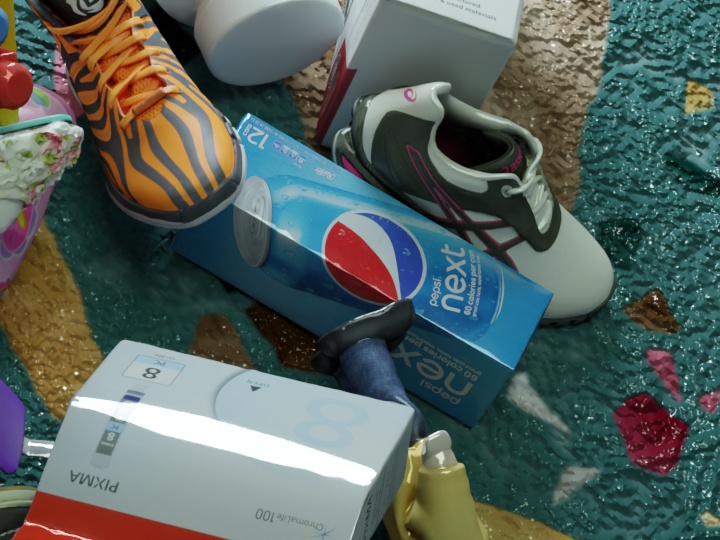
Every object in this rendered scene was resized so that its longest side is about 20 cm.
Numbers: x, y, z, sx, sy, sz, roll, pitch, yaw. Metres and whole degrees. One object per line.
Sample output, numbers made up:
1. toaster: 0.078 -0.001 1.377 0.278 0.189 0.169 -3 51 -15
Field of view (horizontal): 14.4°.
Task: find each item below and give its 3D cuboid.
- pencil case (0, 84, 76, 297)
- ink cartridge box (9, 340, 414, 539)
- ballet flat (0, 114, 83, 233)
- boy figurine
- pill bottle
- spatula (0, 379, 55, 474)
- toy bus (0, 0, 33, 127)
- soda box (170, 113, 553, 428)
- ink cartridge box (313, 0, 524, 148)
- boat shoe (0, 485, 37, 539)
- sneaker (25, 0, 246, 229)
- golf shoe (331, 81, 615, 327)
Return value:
1. pencil case: -0.219 -0.017 1.505 0.087 0.087 0.200 25 53 -5
2. ink cartridge box: -0.077 0.108 1.378 0.160 0.047 0.200 14 25 11
3. ballet flat: -0.230 -0.024 1.424 0.200 0.076 0.064 -14 82 -7
4. boy figurine: 0.040 0.116 1.497 0.064 0.124 0.200 -24 76 -13
5. pill bottle: -0.081 -0.213 1.668 0.113 0.113 0.200 -10 62 -26
6. spatula: -0.137 0.101 1.460 0.200 0.021 0.057 32 35 -25
7. toy bus: -0.260 -0.108 1.407 0.200 0.136 0.192 -15 23 -38
8. soda box: 0.000 0.000 1.588 0.200 0.068 0.064 30 53 -1
9. ink cartridge box: 0.045 -0.177 1.673 0.083 0.147 0.200 18 53 -8
10. boat shoe: -0.241 0.159 1.395 0.201 0.072 0.066 -15 79 -33
11. sneaker: -0.134 -0.110 1.546 0.078 0.112 0.200 -33 45 -5
12. golf shoe: 0.078 -0.035 1.612 0.200 0.088 0.077 33 56 -25
